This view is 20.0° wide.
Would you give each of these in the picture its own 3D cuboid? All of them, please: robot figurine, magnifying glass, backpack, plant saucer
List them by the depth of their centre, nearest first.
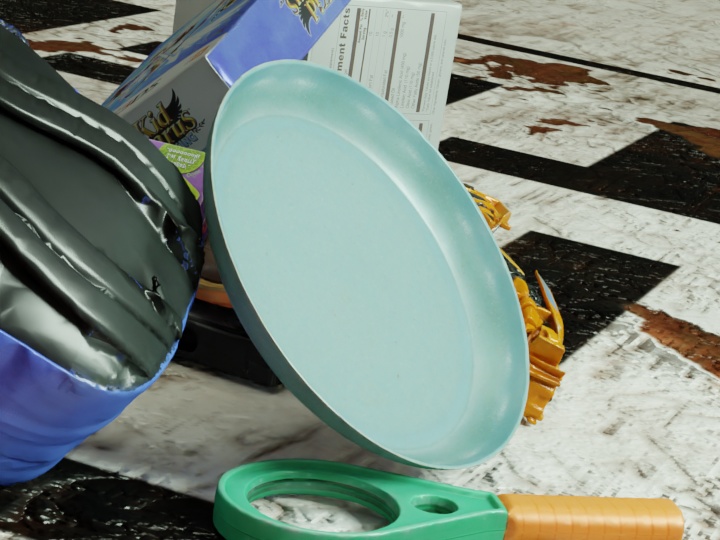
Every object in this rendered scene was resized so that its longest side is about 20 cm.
[{"bbox_3d":[-0.173,-0.012,0.834,0.200,0.168,0.163,32,45,-17],"label":"backpack"},{"bbox_3d":[0.038,0.101,0.848,0.199,0.022,0.080,5,16,-15],"label":"magnifying glass"},{"bbox_3d":[0.000,0.000,0.905,0.027,0.201,0.200,-32,-10,33],"label":"plant saucer"},{"bbox_3d":[0.044,0.001,1.075,0.145,0.058,0.200,23,22,-16],"label":"robot figurine"}]

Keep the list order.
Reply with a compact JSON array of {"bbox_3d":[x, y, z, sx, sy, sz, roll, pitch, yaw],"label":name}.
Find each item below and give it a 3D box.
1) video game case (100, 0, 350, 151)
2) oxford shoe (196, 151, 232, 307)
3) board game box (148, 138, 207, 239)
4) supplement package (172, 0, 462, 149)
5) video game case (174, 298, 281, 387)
[{"bbox_3d":[-0.091,-0.115,1.188,0.181,0.045,0.200,-30,17,38],"label":"video game case"},{"bbox_3d":[-0.062,-0.030,1.073,0.071,0.073,0.200,5,17,-15],"label":"oxford shoe"},{"bbox_3d":[-0.179,-0.027,1.040,0.199,0.120,0.032,14,-25,17],"label":"board game box"},{"bbox_3d":[-0.040,-0.129,1.380,0.111,0.156,0.200,-1,18,-31],"label":"supplement package"},{"bbox_3d":[-0.073,0.008,1.115,0.180,0.026,0.200,16,17,25],"label":"video game case"}]
